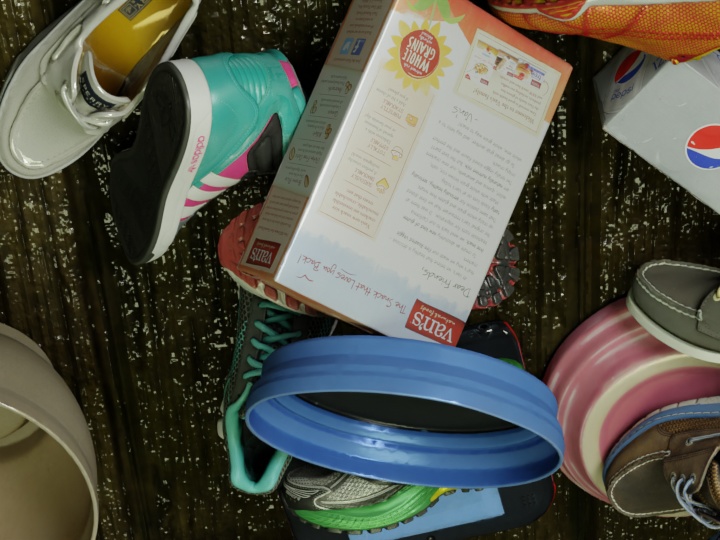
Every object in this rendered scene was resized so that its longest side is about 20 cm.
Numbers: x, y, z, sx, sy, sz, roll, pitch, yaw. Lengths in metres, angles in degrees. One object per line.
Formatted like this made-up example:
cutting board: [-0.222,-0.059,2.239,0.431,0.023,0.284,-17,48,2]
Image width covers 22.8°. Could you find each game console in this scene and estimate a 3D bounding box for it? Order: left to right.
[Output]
game console: [0.032,0.129,1.294,0.198,0.031,0.178,-13,125,7]

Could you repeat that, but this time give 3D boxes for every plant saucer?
plant saucer: [0.227,0.103,1.270,0.198,0.051,0.202,-1,124,-1]

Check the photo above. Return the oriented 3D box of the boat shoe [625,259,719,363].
boat shoe: [0.262,0.029,1.151,0.201,0.072,0.061,23,138,32]

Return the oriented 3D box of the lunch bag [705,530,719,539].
lunch bag: [0.353,0.166,1.195,0.199,0.151,0.095,-27,83,-19]

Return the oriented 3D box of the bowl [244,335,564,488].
bowl: [0.028,0.089,1.108,0.198,0.040,0.201,7,159,3]

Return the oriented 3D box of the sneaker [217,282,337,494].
sneaker: [-0.055,0.063,1.197,0.077,0.091,0.202,7,114,-2]

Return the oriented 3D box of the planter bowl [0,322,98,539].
planter bowl: [-0.272,0.117,1.213,0.198,0.135,0.202,-1,125,-2]

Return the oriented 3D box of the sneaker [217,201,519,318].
sneaker: [0.000,0.000,1.150,0.198,0.079,0.082,8,168,-26]

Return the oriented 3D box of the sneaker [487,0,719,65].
sneaker: [0.163,-0.150,1.041,0.198,0.073,0.077,8,141,33]

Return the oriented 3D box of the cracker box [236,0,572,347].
cracker box: [0.028,-0.062,1.070,0.133,0.058,0.202,27,83,-30]

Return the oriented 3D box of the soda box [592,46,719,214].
soda box: [0.243,-0.076,1.136,0.199,0.064,0.068,32,120,-21]

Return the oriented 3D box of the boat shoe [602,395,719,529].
boat shoe: [0.237,0.128,1.188,0.072,0.073,0.199,44,131,-18]

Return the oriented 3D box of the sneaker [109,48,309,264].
sneaker: [-0.084,-0.074,1.121,0.120,0.084,0.200,-12,160,-26]

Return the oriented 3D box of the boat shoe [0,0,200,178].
boat shoe: [-0.161,-0.120,1.089,0.071,0.070,0.200,36,116,-24]

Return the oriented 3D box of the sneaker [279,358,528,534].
sneaker: [0.035,0.117,1.240,0.198,0.078,0.086,-23,111,3]
